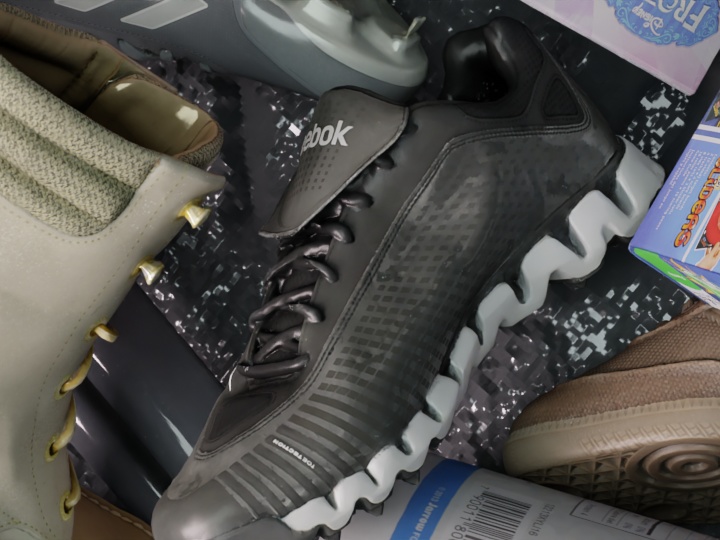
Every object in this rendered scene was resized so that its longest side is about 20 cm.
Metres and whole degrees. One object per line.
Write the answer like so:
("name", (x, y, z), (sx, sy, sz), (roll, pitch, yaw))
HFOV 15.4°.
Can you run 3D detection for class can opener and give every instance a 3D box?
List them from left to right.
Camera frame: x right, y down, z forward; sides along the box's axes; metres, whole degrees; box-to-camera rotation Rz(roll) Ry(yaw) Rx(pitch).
("can opener", (-0.100, 0.023, 0.811), (0.200, 0.067, 0.053), (49, 136, 8))

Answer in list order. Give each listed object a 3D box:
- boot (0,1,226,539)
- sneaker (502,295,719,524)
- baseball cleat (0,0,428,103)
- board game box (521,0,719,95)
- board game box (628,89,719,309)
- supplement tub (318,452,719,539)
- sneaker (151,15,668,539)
("boot", (-0.084, 0.022, 0.719), (0.155, 0.200, 0.072), (-48, 43, 10))
("sneaker", (0.137, 0.020, 0.764), (0.199, 0.070, 0.076), (-12, 61, 19))
("baseball cleat", (-0.075, -0.084, 0.816), (0.200, 0.070, 0.107), (35, 114, 16))
("board game box", (0.068, -0.172, 0.708), (0.199, 0.200, 0.043), (-59, 40, 8))
("board game box", (0.161, -0.073, 0.690), (0.034, 0.135, 0.200), (32, 87, -23))
("supplement tub", (0.080, 0.136, 0.739), (0.199, 0.132, 0.132), (17, 96, 14))
("sneaker", (0.000, 0.000, 0.732), (0.066, 0.200, 0.091), (-9, 119, 54))
